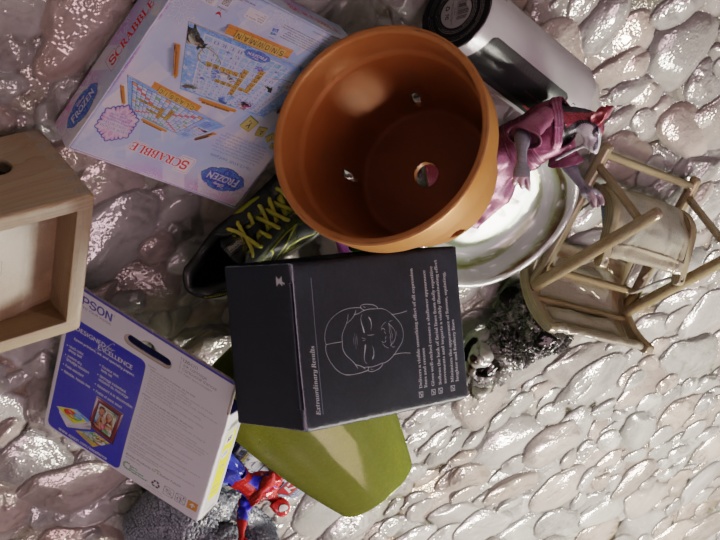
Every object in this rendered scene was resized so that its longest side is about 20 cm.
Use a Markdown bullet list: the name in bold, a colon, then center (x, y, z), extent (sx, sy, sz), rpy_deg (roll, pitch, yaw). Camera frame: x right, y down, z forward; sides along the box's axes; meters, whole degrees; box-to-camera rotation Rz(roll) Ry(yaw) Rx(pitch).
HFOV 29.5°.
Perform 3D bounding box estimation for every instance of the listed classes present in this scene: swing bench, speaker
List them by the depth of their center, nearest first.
- **speaker**: center (0.149, -0.210, 1.341), extent (0.081, 0.081, 0.200), rpy_deg (-47, 139, 14)
- **swing bench**: center (0.309, -0.019, 1.605), extent (0.199, 0.130, 0.200), rpy_deg (14, 126, -42)

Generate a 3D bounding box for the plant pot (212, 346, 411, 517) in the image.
- **plant pot**: center (-0.040, 0.150, 1.420), extent (0.187, 0.187, 0.200), rpy_deg (-37, 102, 3)

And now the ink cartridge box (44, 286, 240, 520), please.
- **ink cartridge box**: center (-0.211, 0.124, 1.349), extent (0.047, 0.198, 0.200), rpy_deg (-41, 157, -52)

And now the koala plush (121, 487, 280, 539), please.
- **koala plush**: center (-0.186, 0.361, 1.562), extent (0.177, 0.200, 0.184), rpy_deg (-21, 138, 7)

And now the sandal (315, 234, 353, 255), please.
- **sandal**: center (0.000, 0.003, 1.385), extent (0.050, 0.082, 0.203), rpy_deg (-23, 106, 10)

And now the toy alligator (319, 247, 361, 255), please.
- **toy alligator**: center (0.004, -0.031, 1.437), extent (0.059, 0.054, 0.200), rpy_deg (2, 128, -36)

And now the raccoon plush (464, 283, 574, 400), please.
- **raccoon plush**: center (0.204, 0.100, 1.681), extent (0.200, 0.097, 0.134), rpy_deg (15, 128, -43)

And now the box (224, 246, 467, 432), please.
- **box**: center (-0.011, 0.059, 1.269), extent (0.200, 0.107, 0.149), rpy_deg (-6, 93, -40)

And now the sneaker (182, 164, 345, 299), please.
- **sneaker**: center (-0.092, -0.035, 1.318), extent (0.200, 0.074, 0.085), rpy_deg (-45, 177, 17)

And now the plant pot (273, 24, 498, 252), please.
- **plant pot**: center (0.041, -0.104, 1.239), extent (0.200, 0.200, 0.140), rpy_deg (-42, 156, 9)

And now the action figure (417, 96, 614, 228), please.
- **action figure**: center (0.157, -0.123, 1.349), extent (0.200, 0.149, 0.134), rpy_deg (-27, 154, 19)

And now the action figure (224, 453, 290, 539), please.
- **action figure**: center (-0.148, 0.238, 1.504), extent (0.065, 0.099, 0.200), rpy_deg (-34, 127, 25)

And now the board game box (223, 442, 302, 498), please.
- **board game box**: center (-0.062, 0.198, 1.614), extent (0.200, 0.062, 0.200), rpy_deg (21, 116, -44)

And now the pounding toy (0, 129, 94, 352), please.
- **pounding toy**: center (-0.351, -0.033, 1.156), extent (0.200, 0.142, 0.184), rpy_deg (-18, 139, -35)

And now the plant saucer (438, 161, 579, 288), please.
- **plant saucer**: center (0.143, -0.070, 1.496), extent (0.200, 0.050, 0.200), rpy_deg (-18, 137, -18)

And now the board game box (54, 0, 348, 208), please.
- **board game box**: center (-0.136, -0.166, 1.220), extent (0.200, 0.041, 0.200), rpy_deg (20, 116, -45)
